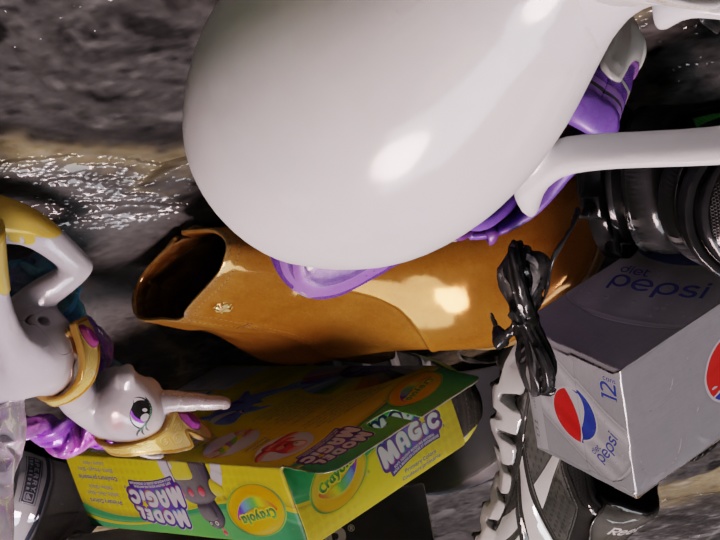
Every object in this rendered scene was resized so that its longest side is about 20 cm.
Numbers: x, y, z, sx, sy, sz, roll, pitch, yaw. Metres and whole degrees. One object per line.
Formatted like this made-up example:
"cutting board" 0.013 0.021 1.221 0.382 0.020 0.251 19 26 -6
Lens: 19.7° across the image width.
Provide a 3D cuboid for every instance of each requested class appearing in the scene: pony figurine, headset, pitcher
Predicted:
"pony figurine" -0.180 0.054 0.938 0.193 0.167 0.200 -23 139 14
"headset" 0.136 -0.020 0.852 0.200 0.094 0.123 -20 -161 -32
"pitcher" 0.047 -0.067 0.708 0.172 0.121 0.200 40 132 -15

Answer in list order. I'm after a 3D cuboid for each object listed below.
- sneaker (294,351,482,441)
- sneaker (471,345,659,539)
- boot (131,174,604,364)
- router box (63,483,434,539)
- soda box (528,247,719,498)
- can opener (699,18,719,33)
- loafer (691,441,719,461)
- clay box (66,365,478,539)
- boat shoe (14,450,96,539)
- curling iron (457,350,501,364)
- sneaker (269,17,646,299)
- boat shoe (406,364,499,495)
"sneaker" -0.018 0.092 1.169 0.200 0.078 0.090 -14 167 25
"sneaker" 0.110 0.126 1.074 0.066 0.090 0.200 -30 133 -41
"boot" 0.000 0.000 0.945 0.144 0.071 0.201 11 154 -40
"router box" -0.076 0.165 1.153 0.199 0.052 0.157 -6 169 -18
"soda box" 0.163 0.015 0.912 0.200 0.063 0.068 -31 125 -29
"can opener" 0.165 -0.112 0.782 0.053 0.067 0.200 -19 169 22
"loafer" 0.152 0.015 1.018 0.073 0.071 0.200 -35 145 -26
"clay box" -0.040 0.089 1.028 0.115 0.048 0.200 -29 -161 -39
"boat shoe" -0.196 0.172 1.270 0.086 0.075 0.202 16 143 -18
"curling iron" 0.086 0.003 1.041 0.049 0.026 0.200 -7 157 -13
"sneaker" 0.026 -0.040 0.825 0.081 0.084 0.200 34 134 -22
"boat shoe" 0.099 0.077 1.180 0.200 0.070 0.066 -34 146 32
